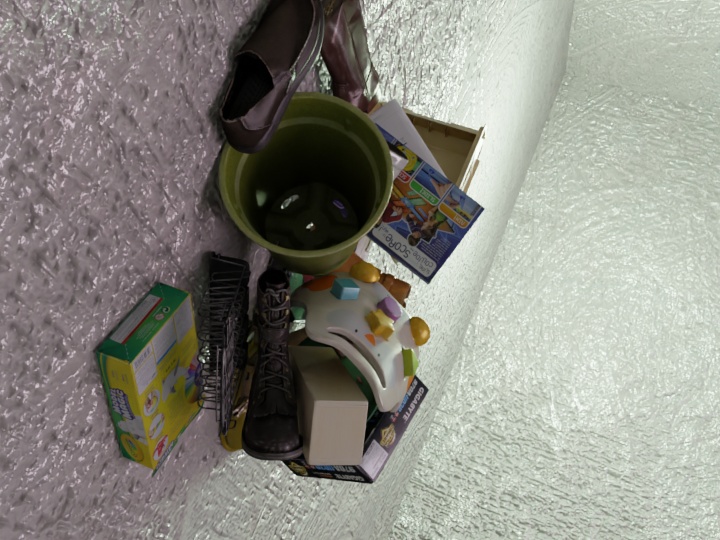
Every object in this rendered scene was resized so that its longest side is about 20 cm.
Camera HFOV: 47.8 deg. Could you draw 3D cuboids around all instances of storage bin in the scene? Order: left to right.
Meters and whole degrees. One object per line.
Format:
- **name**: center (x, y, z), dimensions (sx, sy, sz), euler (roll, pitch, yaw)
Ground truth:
- **storage bin**: center (0.080, -0.172, 1.303), dimensions (0.094, 0.197, 0.201), euler (78, 34, -63)

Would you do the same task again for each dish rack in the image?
- **dish rack**: center (-0.155, 0.082, 0.915), dimensions (0.201, 0.054, 0.156), euler (-93, -175, -69)

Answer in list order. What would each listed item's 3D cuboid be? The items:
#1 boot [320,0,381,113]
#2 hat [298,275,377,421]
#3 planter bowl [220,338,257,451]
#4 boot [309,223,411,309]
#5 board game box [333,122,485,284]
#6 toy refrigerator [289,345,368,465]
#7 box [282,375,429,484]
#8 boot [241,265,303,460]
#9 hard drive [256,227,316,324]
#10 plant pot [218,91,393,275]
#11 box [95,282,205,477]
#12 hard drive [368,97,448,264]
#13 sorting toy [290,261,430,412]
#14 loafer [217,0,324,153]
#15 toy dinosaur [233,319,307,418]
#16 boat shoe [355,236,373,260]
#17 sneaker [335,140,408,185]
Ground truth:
- **boot**: center (-0.039, -0.254, 1.090), dimensions (0.188, 0.063, 0.201), euler (-64, 158, -23)
- **hat**: center (-0.074, 0.110, 1.116), dimensions (0.165, 0.176, 0.201), euler (-38, -148, 20)
- **planter bowl**: center (-0.124, 0.190, 1.222), dimensions (0.200, 0.082, 0.204), euler (18, 90, -73)
- **boot**: center (0.000, 0.000, 1.173), dimensions (0.202, 0.153, 0.074), euler (91, 25, -45)
- **board game box**: center (0.059, -0.094, 1.161), dimensions (0.136, 0.199, 0.034), euler (-51, 175, 2)
- **toy refrigerator**: center (-0.045, 0.157, 0.982), dimensions (0.200, 0.069, 0.077), euler (-139, -126, -72)
- **box**: center (-0.013, 0.220, 1.161), dimensions (0.046, 0.199, 0.160), euler (48, 57, -20)
- **boot**: center (-0.102, 0.099, 0.924), dimensions (0.200, 0.068, 0.177), euler (-117, -151, -66)
- **hard drive**: center (-0.088, 0.009, 1.234), dimensions (0.200, 0.037, 0.142), euler (18, 90, -74)
- **plant pot**: center (-0.062, -0.083, 1.001), dimensions (0.185, 0.198, 0.203), euler (92, 20, -72)
- **box**: center (-0.224, 0.126, 0.901), dimensions (0.118, 0.048, 0.202), euler (-56, 155, -45)
- **hard drive**: center (0.052, -0.131, 1.194), dimensions (0.131, 0.202, 0.027), euler (-33, 176, 3)
- **sorting toy**: center (0.001, 0.088, 0.968), dimensions (0.107, 0.200, 0.180), euler (-43, -176, 17)
- **loafer**: center (-0.097, -0.229, 0.891), dimensions (0.071, 0.072, 0.203), euler (38, 70, -74)
- **toy dinosaur**: center (-0.122, 0.107, 1.095), dimensions (0.200, 0.101, 0.058), euler (-44, -155, 12)
- **boat shoe**: center (-0.017, 0.006, 1.368), dimensions (0.071, 0.069, 0.203), euler (-14, -125, 64)
- **sneaker**: center (-0.031, -0.157, 1.070), dimensions (0.085, 0.198, 0.073), euler (-52, -147, 18)
